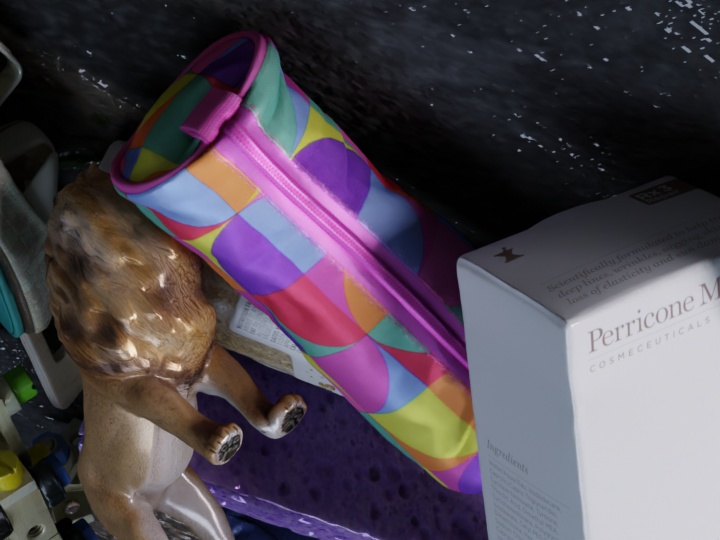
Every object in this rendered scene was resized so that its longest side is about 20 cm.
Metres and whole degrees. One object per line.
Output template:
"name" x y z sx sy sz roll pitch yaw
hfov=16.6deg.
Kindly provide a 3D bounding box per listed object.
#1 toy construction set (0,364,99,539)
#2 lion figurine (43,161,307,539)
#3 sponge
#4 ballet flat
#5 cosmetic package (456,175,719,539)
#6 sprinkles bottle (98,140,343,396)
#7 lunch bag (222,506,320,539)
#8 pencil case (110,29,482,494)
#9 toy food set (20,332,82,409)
"toy construction set" -0.192 0.097 1.298 0.131 0.092 0.200 46 176 36
"lion figurine" -0.085 0.062 0.986 0.122 0.072 0.201 35 131 27
"sponge" -0.011 0.061 1.073 0.199 0.112 0.030 20 155 1
"ballet flat" -0.152 -0.050 0.982 0.067 0.062 0.200 42 164 40
"cosmetic package" 0.102 0.079 0.902 0.074 0.101 0.201 32 137 52
"sprinkles bottle" -0.023 0.011 1.031 0.199 0.069 0.068 21 157 -3
"lunch bag" 0.042 0.156 1.133 0.199 0.133 0.136 -20 155 -4
"pencil case" 0.000 0.000 0.933 0.200 0.089 0.088 41 151 -21
"toy food set" -0.065 0.060 1.181 0.199 0.061 0.144 15 157 11
